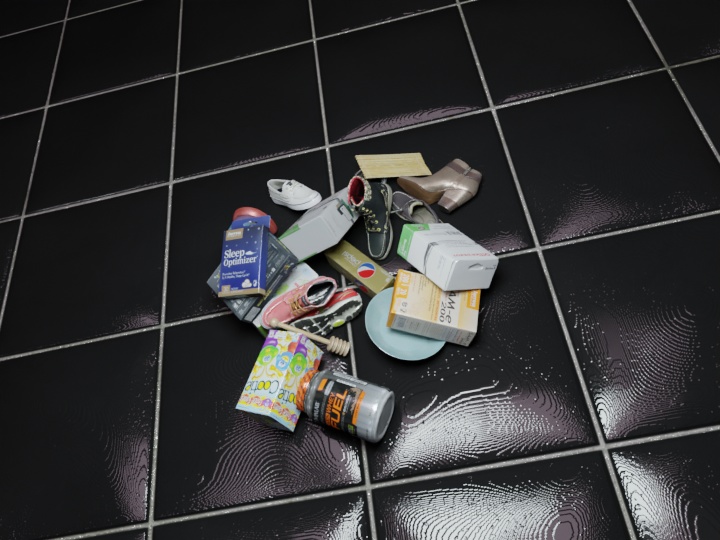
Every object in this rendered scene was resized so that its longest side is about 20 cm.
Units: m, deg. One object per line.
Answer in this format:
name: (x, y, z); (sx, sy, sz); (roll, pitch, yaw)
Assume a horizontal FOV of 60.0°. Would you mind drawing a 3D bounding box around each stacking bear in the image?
stacking bear: (-0.310, -0.058, 1.660); (0.121, 0.114, 0.200); (1, 57, 14)

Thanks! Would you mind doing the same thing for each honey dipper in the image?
honey dipper: (-0.121, 0.154, 1.478); (0.200, 0.038, 0.038); (22, 61, -15)

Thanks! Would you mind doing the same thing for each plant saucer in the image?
plant saucer: (0.108, 0.130, 1.483); (0.201, 0.039, 0.201); (4, 56, -5)

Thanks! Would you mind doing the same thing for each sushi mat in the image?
sushi mat: (0.090, -0.290, 1.727); (0.200, 0.012, 0.096); (-6, 52, -18)

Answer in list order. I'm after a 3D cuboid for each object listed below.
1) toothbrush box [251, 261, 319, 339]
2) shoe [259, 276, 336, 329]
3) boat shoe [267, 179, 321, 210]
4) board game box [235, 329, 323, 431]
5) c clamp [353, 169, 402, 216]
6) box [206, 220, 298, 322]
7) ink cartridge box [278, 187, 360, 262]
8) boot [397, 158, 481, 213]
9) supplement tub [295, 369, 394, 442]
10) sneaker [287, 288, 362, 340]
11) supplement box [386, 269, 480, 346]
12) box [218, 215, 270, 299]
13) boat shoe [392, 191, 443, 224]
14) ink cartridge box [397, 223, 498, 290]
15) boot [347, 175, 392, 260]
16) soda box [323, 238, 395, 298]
toothbrush box: (-0.215, 0.055, 1.595); (0.200, 0.086, 0.146); (-40, 59, -13)
shoe: (-0.148, 0.075, 1.486); (0.200, 0.091, 0.072); (-31, 96, -14)
boat shoe: (-0.188, -0.219, 1.727); (0.072, 0.066, 0.200); (-42, 37, -22)
board game box: (-0.183, 0.252, 1.443); (0.103, 0.105, 0.200); (2, 59, 34)
c clamp: (0.042, -0.217, 1.721); (0.171, 0.027, 0.200); (-15, 54, 26)
box: (-0.265, 0.002, 1.522); (0.158, 0.051, 0.200); (41, 97, 30)
ink cartridge box: (-0.096, -0.117, 1.591); (0.146, 0.084, 0.200); (-25, 17, 31)
boot: (0.219, -0.244, 1.682); (0.200, 0.070, 0.146); (34, 74, 18)
supplement tub: (-0.035, 0.294, 1.386); (0.200, 0.123, 0.123); (14, 64, 21)
sneaker: (-0.091, 0.108, 1.555); (0.200, 0.077, 0.085); (-23, 37, -3)
supplement box: (0.170, 0.086, 1.453); (0.200, 0.074, 0.126); (13, 55, 0)
box: (-0.277, -0.035, 1.492); (0.121, 0.032, 0.200); (-7, 72, 27)
boat shoe: (0.148, -0.158, 1.648); (0.072, 0.065, 0.200); (-39, 56, -7)
ink cartridge box: (0.204, -0.035, 1.483); (0.146, 0.084, 0.200); (-3, 29, -32)
boot: (0.020, -0.134, 1.582); (0.073, 0.154, 0.204); (1, 86, 29)
soda box: (0.000, 0.000, 1.587); (0.200, 0.068, 0.064); (37, 74, 29)
